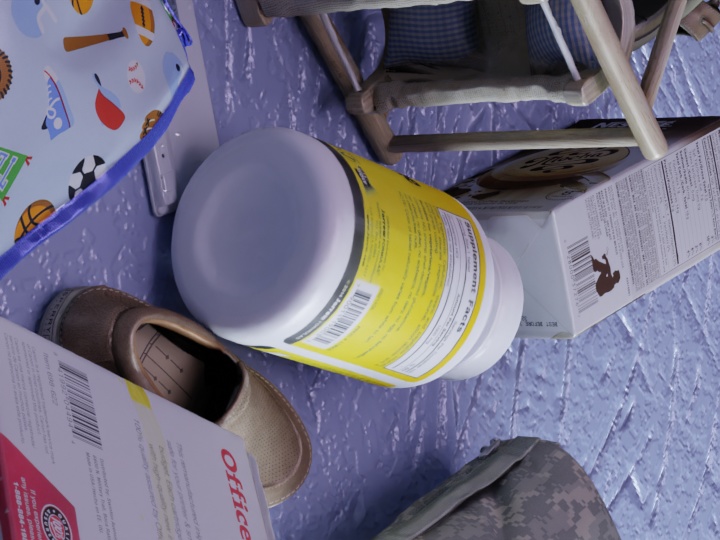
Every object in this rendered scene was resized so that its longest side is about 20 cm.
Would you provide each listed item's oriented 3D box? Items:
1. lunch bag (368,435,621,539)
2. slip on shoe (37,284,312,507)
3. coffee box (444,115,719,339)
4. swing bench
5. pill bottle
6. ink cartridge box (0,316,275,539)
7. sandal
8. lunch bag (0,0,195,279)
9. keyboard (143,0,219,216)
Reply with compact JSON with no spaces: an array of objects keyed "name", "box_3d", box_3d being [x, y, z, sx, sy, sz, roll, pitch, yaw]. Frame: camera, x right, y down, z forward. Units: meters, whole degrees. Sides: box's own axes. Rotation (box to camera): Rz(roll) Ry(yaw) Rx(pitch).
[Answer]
[{"name":"lunch bag","box_3d":[0.065,0.201,1.418,0.200,0.139,0.169,-29,112,-48]},{"name":"slip on shoe","box_3d":[-0.080,0.067,1.301,0.200,0.060,0.077,42,58,-42]},{"name":"coffee box","box_3d":[0.130,-0.029,1.519,0.200,0.112,0.080,-28,111,-48]},{"name":"swing bench","box_3d":[0.053,-0.162,1.356,0.200,0.198,0.131,42,59,-42]},{"name":"pill bottle","box_3d":[0.000,0.000,1.357,0.199,0.112,0.113,20,74,-52]},{"name":"ink cartridge box","box_3d":[-0.128,0.126,1.180,0.200,0.083,0.146,31,34,-46]},{"name":"sandal","box_3d":[0.196,-0.173,1.641,0.200,0.079,0.058,-31,131,-40]},{"name":"lunch bag","box_3d":[-0.174,-0.107,1.140,0.200,0.123,0.171,-42,123,-31]},{"name":"keyboard","box_3d":[-0.105,-0.132,1.313,0.056,0.011,0.202,-26,110,-53]}]
